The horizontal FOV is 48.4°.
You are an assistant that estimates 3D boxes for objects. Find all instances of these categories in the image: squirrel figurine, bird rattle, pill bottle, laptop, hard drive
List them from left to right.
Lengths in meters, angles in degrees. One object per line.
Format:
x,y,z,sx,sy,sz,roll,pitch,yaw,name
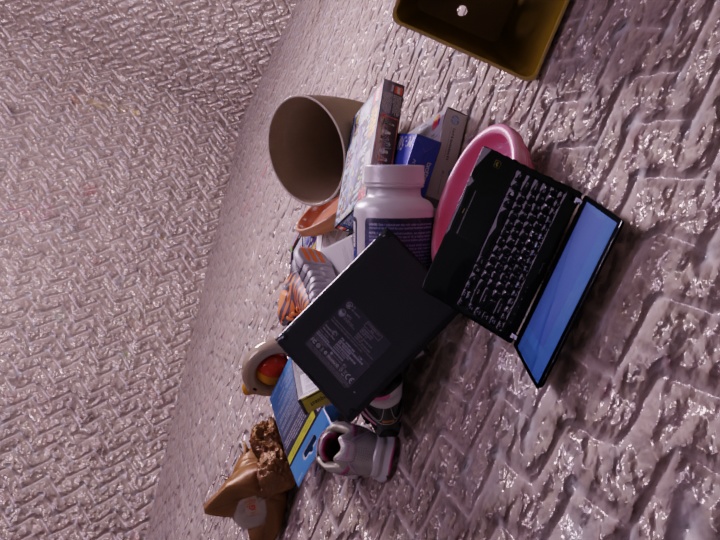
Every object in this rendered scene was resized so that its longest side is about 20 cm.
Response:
-0.182,0.376,1.480,0.201,0.141,0.187,-54,11,10,squirrel figurine
-0.134,0.174,1.455,0.202,0.160,0.114,111,146,-40,bird rattle
0.011,0.066,0.995,0.200,0.140,0.033,-44,-9,-2,hard drive
0.045,-0.040,1.081,0.111,0.109,0.204,-159,68,-72,pill bottle
0.153,-0.011,0.817,0.199,0.103,0.180,32,107,28,laptop

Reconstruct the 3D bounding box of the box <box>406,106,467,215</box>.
0.092,-0.131,1.230,0.156,0.041,0.203,162,123,-68,box

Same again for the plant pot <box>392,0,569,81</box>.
0.160,-0.383,1.045,0.177,0.197,0.203,-95,27,-74,plant pot

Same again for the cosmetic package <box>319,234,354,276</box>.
0.000,0.000,1.249,0.200,0.084,0.109,-16,92,69,cosmetic package

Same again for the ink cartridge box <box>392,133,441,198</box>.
0.058,-0.159,1.222,0.200,0.044,0.096,-145,72,-72,ink cartridge box

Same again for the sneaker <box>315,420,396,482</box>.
-0.024,0.249,1.136,0.200,0.087,0.083,150,135,-65,sneaker

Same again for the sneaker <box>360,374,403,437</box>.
0.018,0.171,1.114,0.200,0.079,0.088,-99,2,-78,sneaker

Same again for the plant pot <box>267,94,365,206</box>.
-0.032,-0.232,1.431,0.185,0.199,0.191,18,119,36,plant pot

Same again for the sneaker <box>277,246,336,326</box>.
-0.067,0.063,1.206,0.113,0.076,0.201,-65,29,26,sneaker

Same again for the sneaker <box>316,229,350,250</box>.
-0.037,-0.024,1.463,0.115,0.075,0.203,-42,39,48,sneaker

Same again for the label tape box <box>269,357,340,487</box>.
-0.081,0.238,1.346,0.145,0.065,0.201,-62,36,28,label tape box

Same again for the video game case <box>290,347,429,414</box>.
-0.009,0.113,1.106,0.179,0.026,0.200,-27,14,-2,video game case

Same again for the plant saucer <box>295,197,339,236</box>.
-0.032,-0.126,1.484,0.199,0.032,0.201,-34,18,13,plant saucer

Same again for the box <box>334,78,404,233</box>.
0.013,-0.173,1.235,0.137,0.039,0.203,144,139,-63,box

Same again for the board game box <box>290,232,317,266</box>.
-0.087,-0.062,1.682,0.167,0.056,0.201,-94,28,-46,board game box

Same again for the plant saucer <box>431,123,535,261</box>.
0.153,-0.075,0.976,0.200,0.050,0.204,-162,89,-72,plant saucer
